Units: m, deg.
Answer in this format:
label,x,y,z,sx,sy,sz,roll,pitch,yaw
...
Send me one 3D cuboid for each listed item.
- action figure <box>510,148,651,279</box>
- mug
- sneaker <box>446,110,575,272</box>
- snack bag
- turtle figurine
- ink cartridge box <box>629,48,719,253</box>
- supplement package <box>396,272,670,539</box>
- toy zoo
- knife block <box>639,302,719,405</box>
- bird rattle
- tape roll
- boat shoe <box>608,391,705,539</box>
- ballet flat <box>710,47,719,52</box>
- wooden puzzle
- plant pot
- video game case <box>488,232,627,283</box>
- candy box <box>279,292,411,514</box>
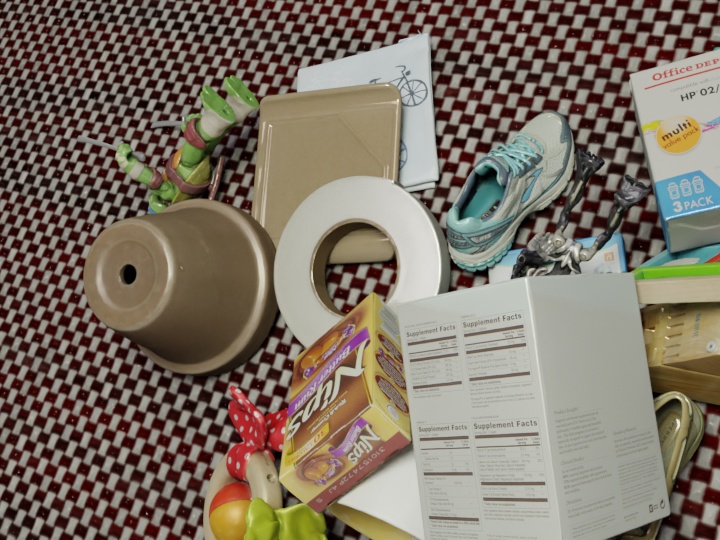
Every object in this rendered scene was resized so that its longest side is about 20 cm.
label,x,y,z,sx,sy,sz,roll,pitch,yaw
action figure,0.203,-0.005,0.912,0.118,0.102,0.203,33,110,24
mug,0.045,0.176,0.901,0.184,0.150,0.155,18,68,22
sneaker,0.159,-0.096,0.988,0.077,0.087,0.201,26,71,32
snack bag,0.002,-0.176,1.136,0.185,0.021,0.204,-11,67,21
turtle figurine,-0.229,-0.167,1.148,0.193,0.143,0.202,-39,62,30
ink cartridge box,0.315,-0.130,0.868,0.113,0.068,0.203,-13,60,16
supplement package,0.142,0.114,0.792,0.149,0.150,0.204,-14,81,48
toy zoo,0.331,-0.014,0.841,0.130,0.198,0.021,-5,105,50
knife block,0.345,0.088,0.848,0.199,0.174,0.065,-24,41,58
bird rattle,-0.118,0.231,0.965,0.163,0.111,0.202,-47,53,31
tape roll,0.000,0.000,1.025,0.199,0.037,0.207,-3,82,23
boat shoe,0.238,0.199,0.837,0.073,0.063,0.203,33,93,30
ballet flat,0.418,-0.159,0.922,0.198,0.074,0.075,28,81,34
wooden puzzle,-0.039,-0.108,1.099,0.182,0.037,0.204,-2,80,23
plant pot,-0.208,0.013,1.035,0.196,0.174,0.205,-2,84,21
video game case,0.201,0.068,0.946,0.141,0.018,0.204,-10,65,21
candy box,-0.012,0.117,0.894,0.116,0.056,0.201,-41,21,18
